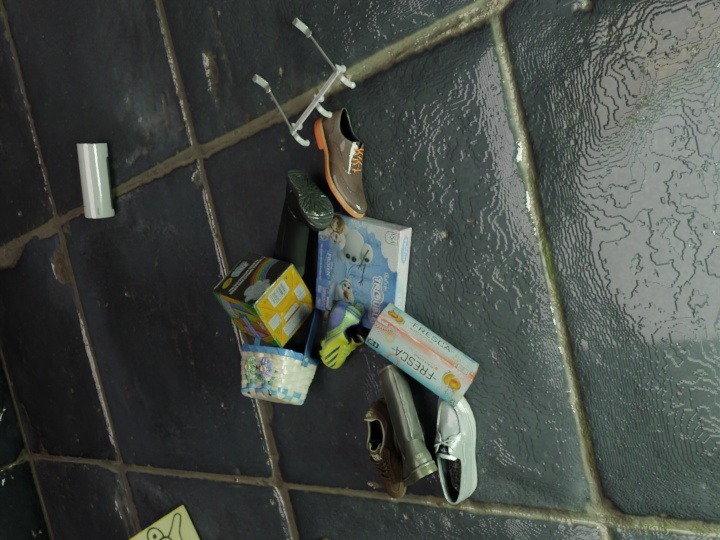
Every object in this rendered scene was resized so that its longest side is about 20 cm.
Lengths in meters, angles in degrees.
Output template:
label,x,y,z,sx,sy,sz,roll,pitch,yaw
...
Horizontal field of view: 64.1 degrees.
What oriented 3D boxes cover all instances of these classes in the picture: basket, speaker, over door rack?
label,x,y,z,sx,sy,sz,roll,pitch,yaw
basket,-0.170,0.176,1.236,0.172,0.138,0.207,-6,64,37
speaker,-0.737,-0.253,1.599,0.079,0.080,0.208,9,106,35
over door rack,-0.103,-0.349,1.075,0.148,0.066,0.202,-46,59,19

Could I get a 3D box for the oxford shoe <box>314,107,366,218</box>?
label,x,y,z,sx,sy,sz,roll,pitch,yaw
oxford shoe,-0.024,-0.199,1.062,0.071,0.070,0.206,-23,86,35

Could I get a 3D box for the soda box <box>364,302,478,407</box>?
label,x,y,z,sx,sy,sz,roll,pitch,yaw
soda box,0.109,0.147,1.018,0.197,0.063,0.070,35,117,12

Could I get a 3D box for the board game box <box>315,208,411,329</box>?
label,x,y,z,sx,sy,sz,roll,pitch,yaw
board game box,0.000,0.000,1.107,0.194,0.043,0.207,16,111,34

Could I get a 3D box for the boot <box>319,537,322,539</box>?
label,x,y,z,sx,sy,sz,roll,pitch,yaw
boot,-0.039,0.678,1.285,0.195,0.075,0.076,12,107,34

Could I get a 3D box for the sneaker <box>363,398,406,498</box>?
label,x,y,z,sx,sy,sz,roll,pitch,yaw
sneaker,0.040,0.364,1.144,0.069,0.075,0.207,-7,96,38

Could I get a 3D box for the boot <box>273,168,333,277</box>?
label,x,y,z,sx,sy,sz,roll,pitch,yaw
boot,-0.117,-0.066,1.127,0.167,0.064,0.204,62,144,41

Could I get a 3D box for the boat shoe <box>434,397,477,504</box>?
label,x,y,z,sx,sy,sz,roll,pitch,yaw
boat shoe,0.168,0.321,1.036,0.068,0.071,0.208,-3,99,37

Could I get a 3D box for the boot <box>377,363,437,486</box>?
label,x,y,z,sx,sy,sz,roll,pitch,yaw
boot,0.081,0.293,1.090,0.183,0.071,0.204,105,143,-62

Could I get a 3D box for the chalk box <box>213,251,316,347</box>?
label,x,y,z,sx,sy,sz,roll,pitch,yaw
chalk box,-0.213,0.054,1.203,0.196,0.125,0.126,13,142,44

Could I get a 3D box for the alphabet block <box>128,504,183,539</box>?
label,x,y,z,sx,sy,sz,roll,pitch,yaw
alphabet block,-0.584,0.848,1.679,0.195,0.193,0.204,-39,77,35

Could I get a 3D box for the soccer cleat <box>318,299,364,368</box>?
label,x,y,z,sx,sy,sz,roll,pitch,yaw
soccer cleat,-0.034,0.140,1.124,0.082,0.065,0.204,25,141,15
